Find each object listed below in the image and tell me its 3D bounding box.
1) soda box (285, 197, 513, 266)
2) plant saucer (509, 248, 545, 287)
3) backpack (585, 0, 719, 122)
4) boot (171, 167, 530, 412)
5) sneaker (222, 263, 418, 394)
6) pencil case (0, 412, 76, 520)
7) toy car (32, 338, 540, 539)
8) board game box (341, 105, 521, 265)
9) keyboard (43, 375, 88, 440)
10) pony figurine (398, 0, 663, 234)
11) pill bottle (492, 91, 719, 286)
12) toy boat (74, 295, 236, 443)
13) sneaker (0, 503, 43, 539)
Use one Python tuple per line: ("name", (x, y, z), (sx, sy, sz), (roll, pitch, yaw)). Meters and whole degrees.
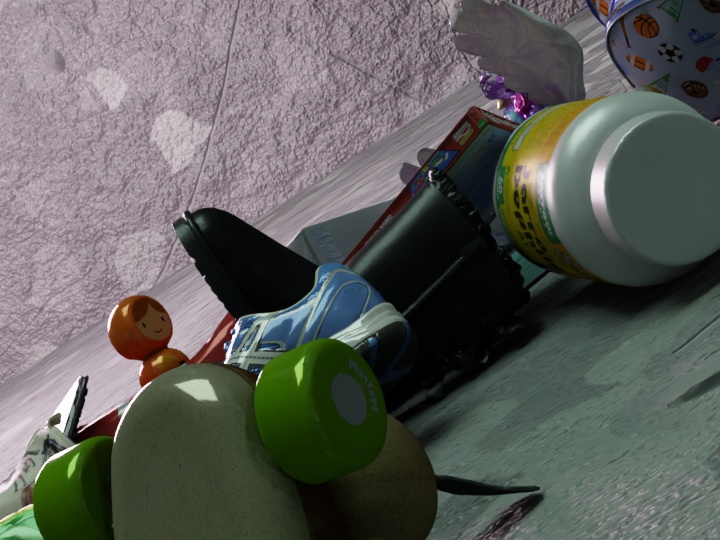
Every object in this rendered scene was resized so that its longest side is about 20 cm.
("soda box", (0.029, -0.012, 1.356), (0.199, 0.064, 0.068), (-20, -17, -40))
("plant saucer", (0.075, 0.028, 1.318), (0.200, 0.019, 0.070), (-39, 8, -28))
("backpack", (0.263, -0.216, 1.422), (0.199, 0.191, 0.155), (-26, 26, 44))
("boot", (0.000, 0.000, 1.164), (0.162, 0.199, 0.073), (-39, 10, 2))
("sneaker", (-0.059, 0.077, 1.106), (0.199, 0.077, 0.076), (-37, -31, 3))
("pencil case", (-0.246, 0.191, 1.225), (0.200, 0.089, 0.078), (-45, 6, -8))
("toy car", (-0.013, 0.120, 0.820), (0.163, 0.159, 0.199), (-24, -17, 34))
("board game box", (0.041, -0.021, 1.244), (0.200, 0.019, 0.103), (-50, -29, 17))
("keyboard", (-0.244, 0.182, 1.371), (0.127, 0.020, 0.201), (-49, 21, 41))
("pony figurine", (0.138, -0.105, 1.336), (0.200, 0.191, 0.168), (-72, -1, -70))
("pill bottle", (0.154, -0.048, 1.102), (0.112, 0.113, 0.200), (-34, 8, -7))
("toy boat", (-0.151, 0.078, 1.448), (0.199, 0.131, 0.130), (-32, -8, 7))
("sneaker", (-0.123, 0.158, 0.964), (0.198, 0.075, 0.084), (-13, 18, 1))
